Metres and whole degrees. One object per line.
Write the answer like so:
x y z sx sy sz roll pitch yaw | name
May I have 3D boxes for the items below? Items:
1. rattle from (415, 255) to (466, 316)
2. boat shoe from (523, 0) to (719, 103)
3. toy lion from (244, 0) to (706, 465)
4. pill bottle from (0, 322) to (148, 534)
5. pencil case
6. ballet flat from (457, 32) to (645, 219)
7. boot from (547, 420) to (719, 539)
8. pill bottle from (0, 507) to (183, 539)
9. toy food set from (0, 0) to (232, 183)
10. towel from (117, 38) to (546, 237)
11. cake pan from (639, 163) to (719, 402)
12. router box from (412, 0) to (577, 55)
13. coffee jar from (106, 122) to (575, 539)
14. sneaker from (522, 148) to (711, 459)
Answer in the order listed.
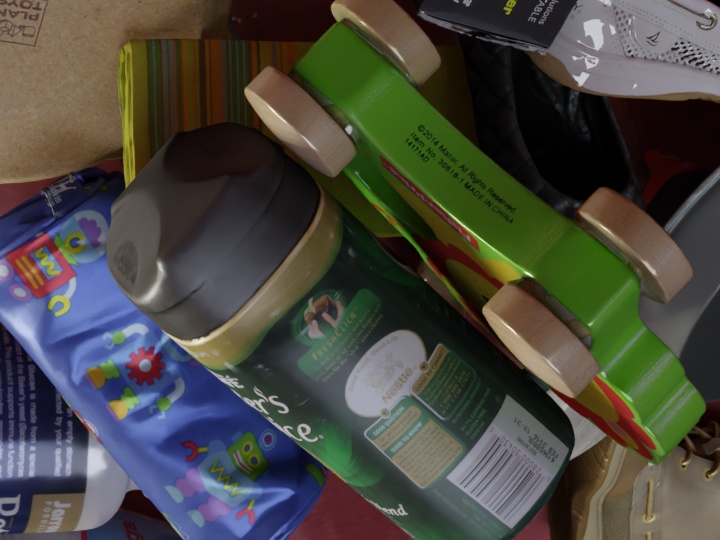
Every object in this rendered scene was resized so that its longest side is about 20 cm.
0.000 0.000 0.915 0.142 0.131 0.200 3 158 -7 | rattle
0.158 -0.111 0.760 0.200 0.071 0.069 -4 133 -36 | boat shoe
0.056 -0.005 0.735 0.069 0.200 0.192 -46 165 -6 | toy lion
-0.174 0.073 0.892 0.199 0.111 0.111 0 132 -18 | pill bottle
-0.092 0.042 0.825 0.087 0.078 0.200 -37 107 -4 | pencil case
0.082 -0.081 0.786 0.066 0.201 0.057 -15 174 -36 | ballet flat
0.196 0.104 1.071 0.155 0.073 0.200 -9 136 -10 | boot
-0.154 0.180 1.002 0.200 0.109 0.109 23 122 -34 | pill bottle
-0.146 -0.119 0.765 0.199 0.049 0.198 -6 133 -13 | toy food set
-0.007 -0.056 0.796 0.199 0.018 0.086 -2 91 -22 | towel
0.209 -0.009 0.888 0.200 0.037 0.200 -30 150 -19 | cake pan
0.070 -0.206 0.682 0.062 0.150 0.200 10 128 -26 | router box
-0.010 0.028 0.739 0.200 0.104 0.085 43 88 -25 | coffee jar
0.119 0.022 0.955 0.200 0.085 0.075 -49 149 17 | sneaker
